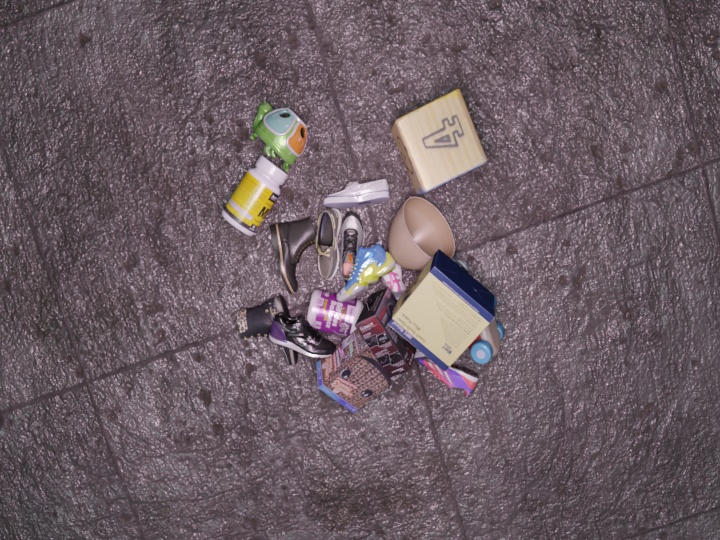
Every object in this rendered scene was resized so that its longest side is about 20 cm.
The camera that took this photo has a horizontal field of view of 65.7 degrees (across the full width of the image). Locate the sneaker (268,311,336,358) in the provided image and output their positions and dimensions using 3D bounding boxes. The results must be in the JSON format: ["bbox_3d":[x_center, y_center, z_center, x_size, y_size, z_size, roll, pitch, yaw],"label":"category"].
[{"bbox_3d":[-0.157,0.177,1.554,0.193,0.076,0.090,16,113,-2],"label":"sneaker"}]

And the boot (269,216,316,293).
[{"bbox_3d":[-0.176,-0.047,1.618,0.133,0.077,0.208,-15,97,-4],"label":"boot"}]

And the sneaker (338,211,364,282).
[{"bbox_3d":[-0.026,-0.064,1.612,0.071,0.079,0.209,3,95,1],"label":"sneaker"}]

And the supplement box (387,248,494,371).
[{"bbox_3d":[0.209,0.101,1.435,0.198,0.135,0.202,38,114,-2],"label":"supplement box"}]

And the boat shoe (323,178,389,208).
[{"bbox_3d":[-0.013,-0.223,1.606,0.192,0.074,0.068,-7,81,-3],"label":"boat shoe"}]

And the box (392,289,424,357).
[{"bbox_3d":[0.140,0.156,1.603,0.151,0.041,0.205,-12,114,25],"label":"box"}]

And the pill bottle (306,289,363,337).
[{"bbox_3d":[-0.054,0.132,1.616,0.192,0.112,0.117,13,96,-2],"label":"pill bottle"}]

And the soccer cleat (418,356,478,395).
[{"bbox_3d":[0.254,0.308,1.662,0.194,0.068,0.075,22,100,-5],"label":"soccer cleat"}]

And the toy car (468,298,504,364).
[{"bbox_3d":[0.294,0.173,1.619,0.194,0.183,0.183,-14,98,30],"label":"toy car"}]

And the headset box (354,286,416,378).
[{"bbox_3d":[0.072,0.158,1.515,0.076,0.150,0.203,-24,107,28],"label":"headset box"}]

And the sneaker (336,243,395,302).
[{"bbox_3d":[0.000,0.000,1.569,0.196,0.076,0.107,-33,78,0],"label":"sneaker"}]

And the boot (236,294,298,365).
[{"bbox_3d":[-0.272,0.190,1.645,0.148,0.074,0.211,-14,96,6],"label":"boot"}]

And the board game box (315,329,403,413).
[{"bbox_3d":[-0.005,0.281,1.589,0.199,0.098,0.159,-40,122,18],"label":"board game box"}]

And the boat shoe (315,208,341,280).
[{"bbox_3d":[-0.098,-0.075,1.607,0.070,0.060,0.210,9,99,24],"label":"boat shoe"}]

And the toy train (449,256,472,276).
[{"bbox_3d":[0.261,0.028,1.569,0.085,0.199,0.115,-41,106,-8],"label":"toy train"}]

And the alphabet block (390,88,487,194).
[{"bbox_3d":[0.209,-0.344,1.527,0.191,0.195,0.206,-25,95,1],"label":"alphabet block"}]

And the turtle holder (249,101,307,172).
[{"bbox_3d":[-0.223,-0.382,1.559,0.133,0.186,0.140,-48,126,5],"label":"turtle holder"}]

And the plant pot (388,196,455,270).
[{"bbox_3d":[0.152,-0.082,1.572,0.201,0.201,0.134,47,130,-5],"label":"plant pot"}]

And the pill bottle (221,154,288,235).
[{"bbox_3d":[-0.296,-0.213,1.576,0.113,0.114,0.203,34,96,-4],"label":"pill bottle"}]

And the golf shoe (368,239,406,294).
[{"bbox_3d":[0.093,0.007,1.622,0.091,0.073,0.202,-38,95,4],"label":"golf shoe"}]
